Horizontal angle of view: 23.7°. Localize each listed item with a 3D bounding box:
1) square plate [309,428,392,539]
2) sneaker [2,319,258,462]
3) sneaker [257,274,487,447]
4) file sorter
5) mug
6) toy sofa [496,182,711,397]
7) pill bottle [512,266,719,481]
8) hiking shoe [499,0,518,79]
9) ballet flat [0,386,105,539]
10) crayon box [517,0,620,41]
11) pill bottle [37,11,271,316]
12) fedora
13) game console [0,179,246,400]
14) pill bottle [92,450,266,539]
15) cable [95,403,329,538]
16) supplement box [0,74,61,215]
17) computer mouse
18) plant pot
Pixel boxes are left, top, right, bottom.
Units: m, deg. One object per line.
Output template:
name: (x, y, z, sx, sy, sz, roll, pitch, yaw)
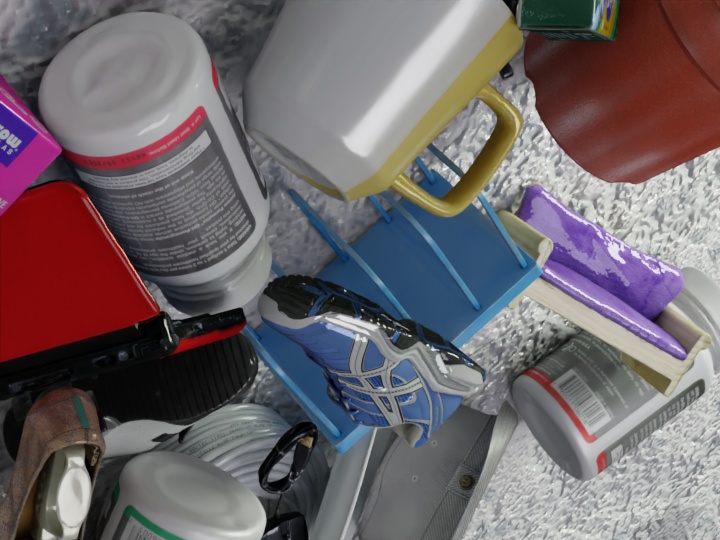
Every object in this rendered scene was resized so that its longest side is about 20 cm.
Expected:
square plate: (0.003, 0.144, 1.386, 0.200, 0.028, 0.199, -60, 168, -64)
sneaker: (-0.151, 0.089, 1.223, 0.199, 0.074, 0.088, -20, 162, 21)
sneaker: (0.004, 0.064, 1.153, 0.200, 0.076, 0.077, 29, 97, -40)
file sorter: (0.000, 0.000, 1.253, 0.200, 0.139, 0.123, -42, 137, -2)
mug: (0.016, -0.119, 1.102, 0.153, 0.186, 0.149, -55, -178, -6)
toy sofa: (0.198, 0.015, 1.426, 0.199, 0.083, 0.098, 29, 98, -28)
pill bottle: (0.248, 0.091, 1.566, 0.200, 0.114, 0.114, -35, 140, -12)
hiking shoe: (0.091, -0.231, 1.151, 0.075, 0.101, 0.201, -24, 137, -23)
ballet flat: (-0.215, 0.175, 1.172, 0.068, 0.067, 0.201, -6, 125, -33)
crayon box: (0.140, -0.252, 1.103, 0.126, 0.051, 0.201, -16, 109, -74)
pill bottle: (-0.122, -0.060, 1.110, 0.110, 0.111, 0.200, -35, 140, -11)
fedora: (0.058, 0.189, 1.473, 0.201, 0.090, 0.177, -63, 175, -5)
game console: (-0.203, 0.015, 1.099, 0.199, 0.119, 0.172, -15, 180, 24)
pill bottle: (-0.156, 0.243, 1.252, 0.113, 0.113, 0.201, 8, 114, -44)
cable: (-0.117, 0.199, 1.382, 0.200, 0.069, 0.200, -35, 141, -13)
supplement box: (-0.288, -0.047, 0.987, 0.200, 0.103, 0.101, -47, 140, 1)
computer mouse: (-0.056, 0.192, 1.328, 0.058, 0.034, 0.201, -19, 142, -27)
plant pot: (0.234, -0.168, 1.235, 0.200, 0.202, 0.195, 0, 158, -41)
